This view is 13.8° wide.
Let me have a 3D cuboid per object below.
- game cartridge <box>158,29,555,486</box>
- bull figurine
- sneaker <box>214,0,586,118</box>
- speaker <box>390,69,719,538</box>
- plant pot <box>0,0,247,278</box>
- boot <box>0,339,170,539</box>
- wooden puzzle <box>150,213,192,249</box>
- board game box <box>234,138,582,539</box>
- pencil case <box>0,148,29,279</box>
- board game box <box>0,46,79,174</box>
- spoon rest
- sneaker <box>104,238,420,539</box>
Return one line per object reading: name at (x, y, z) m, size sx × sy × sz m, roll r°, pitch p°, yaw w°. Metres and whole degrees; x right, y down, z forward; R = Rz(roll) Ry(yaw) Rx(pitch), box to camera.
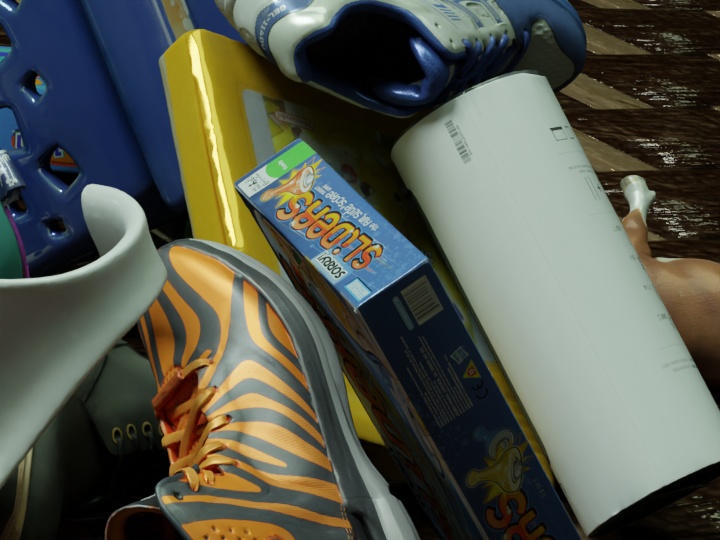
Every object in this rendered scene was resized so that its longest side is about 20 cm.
game cartridge at (0.000, 0.000, 1.323) m, size 0.176 × 0.032 × 0.201 m, roll 16°, pitch 48°, yaw -41°
bull figurine at (0.160, 0.014, 1.554) m, size 0.199 × 0.065 × 0.122 m, roll 16°, pitch 49°, yaw -14°
sneaker at (0.027, -0.096, 1.342) m, size 0.199 × 0.076 × 0.088 m, roll 7°, pitch 33°, yaw -34°
speaker at (0.092, 0.016, 1.323) m, size 0.081 × 0.081 × 0.201 m, roll -11°, pitch 70°, yaw -53°
plant pot at (-0.104, -0.123, 1.447) m, size 0.179 × 0.201 × 0.200 m, roll -15°, pitch 9°, yaw 45°
boot at (-0.091, 0.077, 1.210) m, size 0.138 × 0.078 × 0.200 m, roll 23°, pitch 25°, yaw -11°
wooden puzzle at (-0.029, -0.014, 1.583) m, size 0.199 × 0.037 × 0.185 m, roll -2°, pitch 22°, yaw -40°
board game box at (0.029, 0.055, 1.176) m, size 0.034 × 0.201 × 0.135 m, roll -34°, pitch 30°, yaw -7°
pencil case at (-0.221, 0.020, 1.138) m, size 0.199 × 0.085 × 0.093 m, roll -29°, pitch 65°, yaw -26°
board game box at (-0.150, -0.089, 1.661) m, size 0.198 × 0.045 × 0.152 m, roll 5°, pitch 13°, yaw 2°
spoon rest at (-0.139, 0.031, 1.094) m, size 0.060 × 0.100 × 0.200 m, roll -1°, pitch 30°, yaw 42°
sneaker at (-0.059, 0.070, 1.142) m, size 0.112 × 0.078 × 0.200 m, roll -6°, pitch 51°, yaw -41°
